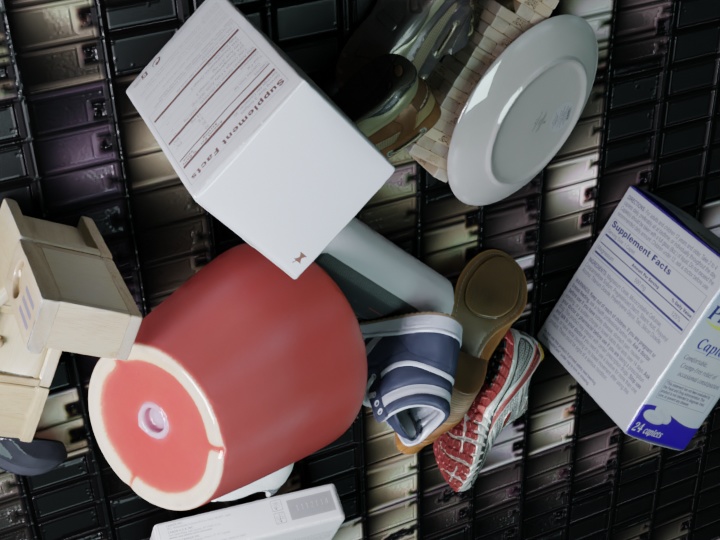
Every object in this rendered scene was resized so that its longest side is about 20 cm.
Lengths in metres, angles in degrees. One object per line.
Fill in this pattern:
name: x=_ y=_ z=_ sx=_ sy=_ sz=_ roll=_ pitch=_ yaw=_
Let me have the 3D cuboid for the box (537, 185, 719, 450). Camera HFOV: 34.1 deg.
box: x=0.312 y=0.049 z=1.236 sx=0.104 sy=0.184 sz=0.202 roll=19 pitch=110 yaw=-34

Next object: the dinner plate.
dinner plate: x=0.159 y=-0.141 z=1.094 sx=0.199 sy=0.024 sz=0.202 roll=-34 pitch=147 yaw=-26

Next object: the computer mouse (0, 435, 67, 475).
computer mouse: x=-0.351 y=0.155 z=1.026 sx=0.197 sy=0.058 sz=0.035 roll=14 pitch=80 yaw=-33

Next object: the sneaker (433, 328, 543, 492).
sneaker: x=0.143 y=0.157 z=1.282 sx=0.081 sy=0.078 sz=0.203 roll=7 pitch=116 yaw=-33

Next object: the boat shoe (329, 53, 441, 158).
boat shoe: x=-0.017 y=-0.101 z=0.993 sx=0.198 sy=0.077 sz=0.074 roll=-27 pitch=136 yaw=32

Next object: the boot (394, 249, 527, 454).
boot: x=0.099 y=0.087 z=1.206 sx=0.076 sy=0.202 sz=0.156 roll=23 pitch=143 yaw=-6

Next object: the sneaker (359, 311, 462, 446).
sneaker: x=0.003 y=0.110 z=1.102 sx=0.197 sy=0.110 sz=0.070 roll=-14 pitch=145 yaw=30

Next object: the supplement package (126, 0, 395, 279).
supplement package: x=-0.082 y=-0.110 z=0.912 sx=0.117 sy=0.200 sz=0.117 roll=-45 pitch=130 yaw=5

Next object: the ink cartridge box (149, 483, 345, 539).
ink cartridge box: x=-0.130 y=0.303 z=1.249 sx=0.197 sy=0.045 sz=0.177 roll=-9 pitch=148 yaw=-23

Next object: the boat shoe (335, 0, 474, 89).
boat shoe: x=0.058 y=-0.222 z=1.010 sx=0.073 sy=0.075 sz=0.201 roll=19 pitch=118 yaw=-46

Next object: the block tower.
block tower: x=0.099 y=-0.184 z=1.059 sx=0.057 sy=0.054 sz=0.202 roll=20 pitch=108 yaw=-35

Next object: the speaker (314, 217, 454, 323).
speaker: x=0.000 y=0.000 z=1.105 sx=0.199 sy=0.081 sz=0.082 roll=33 pitch=101 yaw=-39

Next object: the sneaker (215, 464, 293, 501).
sneaker: x=-0.153 y=0.190 z=1.151 sx=0.197 sy=0.077 sz=0.081 roll=10 pitch=124 yaw=-31

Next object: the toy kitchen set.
toy kitchen set: x=-0.298 y=0.066 z=0.920 sx=0.161 sy=0.181 sz=0.203 roll=12 pitch=110 yaw=-32

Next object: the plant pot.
plant pot: x=-0.119 y=0.095 z=0.987 sx=0.177 sy=0.198 sz=0.203 roll=-30 pitch=139 yaw=-53
